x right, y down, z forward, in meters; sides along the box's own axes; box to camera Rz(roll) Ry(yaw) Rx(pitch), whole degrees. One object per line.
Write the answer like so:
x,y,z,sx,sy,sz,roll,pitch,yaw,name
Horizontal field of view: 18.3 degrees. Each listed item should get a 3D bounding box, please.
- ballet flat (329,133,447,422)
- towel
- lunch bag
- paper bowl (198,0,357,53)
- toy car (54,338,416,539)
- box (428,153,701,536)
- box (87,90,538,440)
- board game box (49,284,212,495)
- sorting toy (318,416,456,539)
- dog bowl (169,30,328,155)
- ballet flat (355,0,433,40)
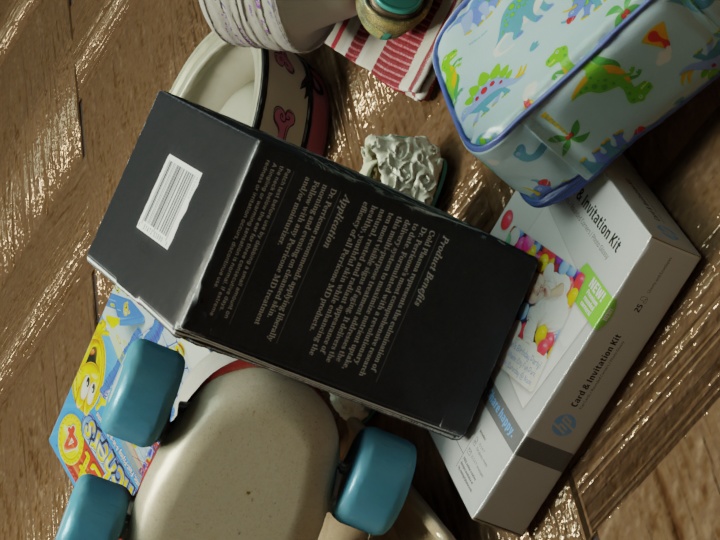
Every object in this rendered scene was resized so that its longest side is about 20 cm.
0.000,0.000,1.515,0.072,0.071,0.201,3,75,62,ballet flat
0.036,-0.212,1.642,0.145,0.023,0.200,-64,29,8,towel
0.139,-0.147,1.292,0.200,0.082,0.161,-42,34,17,lunch bag
-0.039,-0.258,1.612,0.104,0.201,0.202,8,75,18,paper bowl
-0.078,0.119,1.407,0.200,0.183,0.178,-95,26,-73,toy car
0.107,0.031,1.317,0.201,0.041,0.156,-58,28,19,box
-0.034,-0.006,1.348,0.125,0.196,0.200,-65,25,3,box
-0.133,0.114,1.606,0.200,0.056,0.197,52,128,39,board game box
-0.002,0.217,1.409,0.201,0.036,0.185,-68,26,13,sorting toy
-0.097,-0.092,1.751,0.200,0.073,0.201,-40,40,44,dog bowl
0.037,-0.254,1.591,0.071,0.070,0.201,-18,53,57,ballet flat
